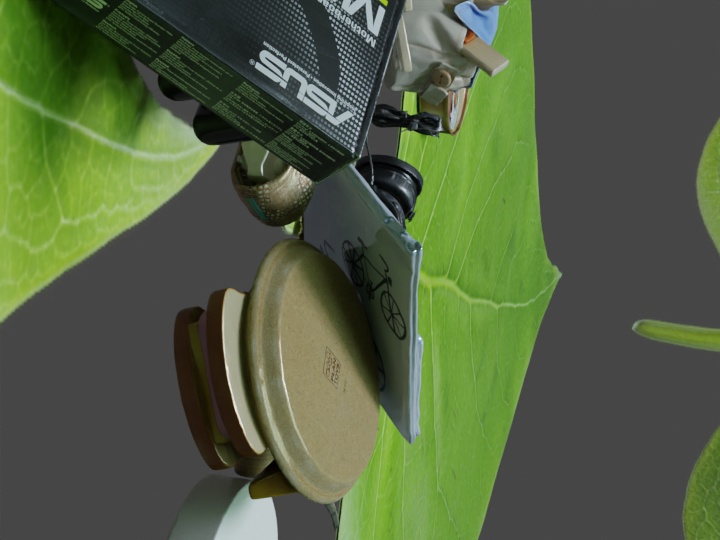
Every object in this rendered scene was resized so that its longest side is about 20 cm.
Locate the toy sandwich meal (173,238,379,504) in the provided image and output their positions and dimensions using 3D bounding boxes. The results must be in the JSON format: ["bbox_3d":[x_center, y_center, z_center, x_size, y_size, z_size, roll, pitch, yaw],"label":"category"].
[{"bbox_3d":[-0.053,0.074,1.189,0.205,0.070,0.207,-10,90,-67],"label":"toy sandwich meal"}]

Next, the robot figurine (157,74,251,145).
[{"bbox_3d":[-0.059,-0.172,1.042,0.151,0.124,0.201,111,-5,-58],"label":"robot figurine"}]

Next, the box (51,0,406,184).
[{"bbox_3d":[-0.064,-0.178,0.922,0.199,0.047,0.194,35,50,-24],"label":"box"}]

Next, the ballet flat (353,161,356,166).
[{"bbox_3d":[-0.024,-0.164,1.323,0.075,0.067,0.202,4,96,-61],"label":"ballet flat"}]

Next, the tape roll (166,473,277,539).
[{"bbox_3d":[-0.107,0.250,1.237,0.203,0.037,0.205,8,90,-76],"label":"tape roll"}]

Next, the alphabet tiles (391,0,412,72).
[{"bbox_3d":[0.020,-0.260,1.373,0.200,0.014,0.197,-111,-169,-80],"label":"alphabet tiles"}]

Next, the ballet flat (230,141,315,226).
[{"bbox_3d":[-0.051,-0.133,1.216,0.065,0.070,0.202,29,64,-60],"label":"ballet flat"}]

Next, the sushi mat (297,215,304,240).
[{"bbox_3d":[-0.036,0.029,1.464,0.200,0.012,0.096,67,32,-65],"label":"sushi mat"}]

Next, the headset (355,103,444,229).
[{"bbox_3d":[0.027,-0.056,1.510,0.124,0.093,0.201,-65,159,-53],"label":"headset"}]

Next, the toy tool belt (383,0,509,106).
[{"bbox_3d":[0.098,-0.240,1.648,0.200,0.122,0.126,-65,158,-53],"label":"toy tool belt"}]

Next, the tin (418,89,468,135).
[{"bbox_3d":[0.096,-0.246,1.818,0.112,0.042,0.202,-9,106,-72],"label":"tin"}]

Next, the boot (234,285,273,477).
[{"bbox_3d":[-0.047,0.067,1.319,0.201,0.070,0.145,-26,123,-69],"label":"boot"}]

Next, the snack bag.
[{"bbox_3d":[0.000,0.000,1.266,0.189,0.021,0.201,54,-26,42],"label":"snack bag"}]

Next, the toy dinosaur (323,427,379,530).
[{"bbox_3d":[-0.027,0.159,1.507,0.089,0.047,0.200,-62,160,-19],"label":"toy dinosaur"}]
